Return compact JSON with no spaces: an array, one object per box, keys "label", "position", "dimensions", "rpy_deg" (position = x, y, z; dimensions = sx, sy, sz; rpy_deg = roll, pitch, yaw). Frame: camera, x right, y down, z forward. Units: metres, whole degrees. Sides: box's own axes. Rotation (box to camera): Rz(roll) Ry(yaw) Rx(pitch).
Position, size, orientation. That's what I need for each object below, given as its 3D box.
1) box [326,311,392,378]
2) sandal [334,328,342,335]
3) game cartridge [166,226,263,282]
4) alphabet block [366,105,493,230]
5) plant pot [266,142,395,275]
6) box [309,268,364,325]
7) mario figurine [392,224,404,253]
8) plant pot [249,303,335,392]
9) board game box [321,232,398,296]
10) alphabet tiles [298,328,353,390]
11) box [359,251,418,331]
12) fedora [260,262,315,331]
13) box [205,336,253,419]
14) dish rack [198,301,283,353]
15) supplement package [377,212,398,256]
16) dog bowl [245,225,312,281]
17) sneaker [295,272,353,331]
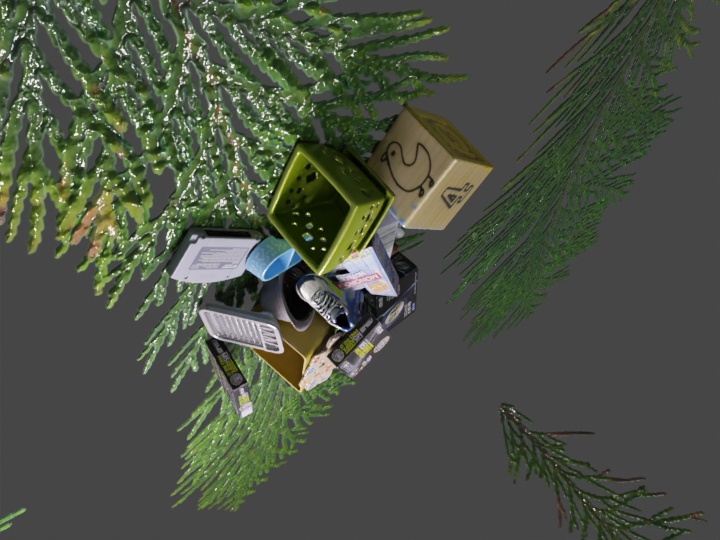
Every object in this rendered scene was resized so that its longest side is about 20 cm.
[{"label":"box","position":[0.002,0.203,1.709],"dimensions":[0.160,0.044,0.200],"rpy_deg":[-45,160,-4]},{"label":"sandal","position":[-0.038,0.184,1.791],"dimensions":[0.082,0.054,0.199],"rpy_deg":[-56,160,17]},{"label":"game cartridge","position":[-0.311,-0.031,1.365],"dimensions":[0.133,0.042,0.199],"rpy_deg":[-48,155,26]},{"label":"alphabet block","position":[0.152,-0.233,1.495],"dimensions":[0.195,0.196,0.201],"rpy_deg":[-5,139,-54]},{"label":"plant pot","position":[-0.052,-0.140,1.364],"dimensions":[0.180,0.199,0.201],"rpy_deg":[-19,149,-49]},{"label":"box","position":[-0.062,0.055,1.679],"dimensions":[0.047,0.124,0.200],"rpy_deg":[-14,137,27]},{"label":"mario figurine","position":[0.100,-0.129,1.685],"dimensions":[0.105,0.124,0.201],"rpy_deg":[-25,153,-16]},{"label":"plant pot","position":[-0.169,0.164,1.729],"dimensions":[0.176,0.199,0.201],"rpy_deg":[-43,161,-31]},{"label":"board game box","position":[0.000,0.000,1.558],"dimensions":[0.197,0.063,0.200],"rpy_deg":[-16,138,30]},{"label":"alphabet tiles","position":[-0.083,0.233,1.700],"dimensions":[0.194,0.015,0.202],"rpy_deg":[-23,148,-50]},{"label":"box","position":[0.079,0.074,1.850],"dimensions":[0.163,0.086,0.202],"rpy_deg":[-34,145,-26]},{"label":"fedora","position":[-0.186,0.064,1.579],"dimensions":[0.089,0.180,0.200],"rpy_deg":[-14,-161,21]},{"label":"box","position":[-0.345,0.284,1.700],"dimensions":[0.044,0.161,0.201],"rpy_deg":[-27,153,-20]},{"label":"dish rack","position":[-0.280,0.133,1.551],"dimensions":[0.173,0.196,0.044],"rpy_deg":[89,14,-61]},{"label":"supplement package","position":[0.009,-0.085,1.630],"dimensions":[0.116,0.117,0.201],"rpy_deg":[-26,152,-22]},{"label":"dog bowl","position":[-0.174,-0.045,1.474],"dimensions":[0.199,0.050,0.112],"rpy_deg":[-34,162,-39]},{"label":"sneaker","position":[-0.077,0.080,1.553],"dimensions":[0.077,0.085,0.200],"rpy_deg":[-46,130,1]}]
